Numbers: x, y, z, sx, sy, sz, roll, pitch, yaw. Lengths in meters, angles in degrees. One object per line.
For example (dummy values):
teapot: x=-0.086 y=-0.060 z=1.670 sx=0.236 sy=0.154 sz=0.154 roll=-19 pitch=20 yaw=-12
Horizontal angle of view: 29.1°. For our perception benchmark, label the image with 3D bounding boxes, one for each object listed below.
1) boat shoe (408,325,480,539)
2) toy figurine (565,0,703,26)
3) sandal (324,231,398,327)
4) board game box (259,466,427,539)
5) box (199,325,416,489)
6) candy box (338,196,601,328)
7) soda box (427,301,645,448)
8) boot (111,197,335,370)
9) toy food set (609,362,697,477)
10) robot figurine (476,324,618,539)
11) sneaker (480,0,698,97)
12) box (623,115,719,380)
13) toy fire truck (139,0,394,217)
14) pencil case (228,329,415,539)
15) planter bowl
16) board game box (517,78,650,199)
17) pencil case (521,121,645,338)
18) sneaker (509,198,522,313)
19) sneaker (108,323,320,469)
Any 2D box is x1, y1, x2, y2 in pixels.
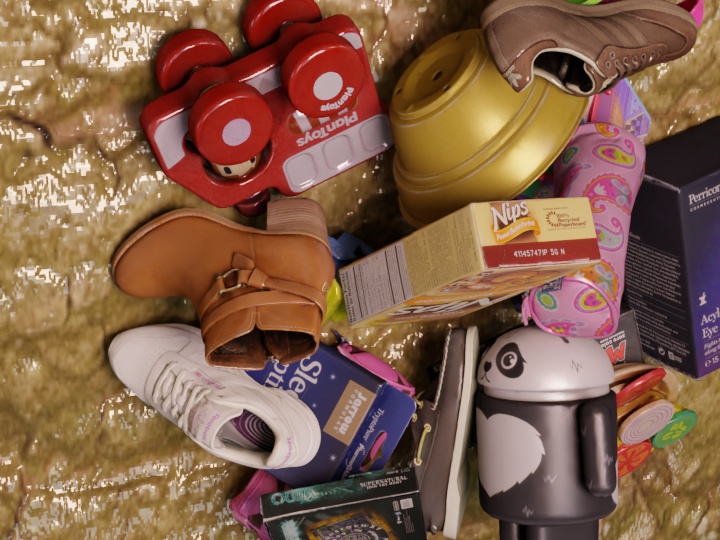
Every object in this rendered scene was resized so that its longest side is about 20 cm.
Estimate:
boat shoe: x=0.070 y=0.144 z=1.247 sx=0.060 sy=0.072 sz=0.203 roll=9 pitch=107 yaw=12
toy figurine: x=0.221 y=-0.261 z=1.195 sx=0.149 sy=0.201 sz=0.184 roll=-23 pitch=146 yaw=29
sandal: x=0.000 y=0.000 z=1.227 sx=0.199 sy=0.088 sz=0.080 roll=3 pitch=143 yaw=-39
board game box: x=-0.007 y=0.241 z=1.228 sx=0.134 sy=0.028 sz=0.201 roll=-10 pitch=144 yaw=0
box: x=-0.063 y=0.116 z=1.210 sx=0.199 sy=0.032 sz=0.122 roll=30 pitch=98 yaw=7
candy box: x=0.082 y=-0.004 z=1.103 sx=0.115 sy=0.200 sz=0.056 roll=-4 pitch=77 yaw=-32
soda box: x=0.169 y=0.092 z=1.332 sx=0.199 sy=0.063 sz=0.071 roll=-24 pitch=116 yaw=-12
boot: x=-0.116 y=0.024 z=1.123 sx=0.198 sy=0.156 sz=0.077 roll=-9 pitch=134 yaw=8
toy food set: x=0.229 y=0.160 z=1.343 sx=0.198 sy=0.049 sz=0.199 roll=-45 pitch=143 yaw=19
robot figurine: x=0.159 y=0.148 z=1.202 sx=0.149 sy=0.125 sz=0.202 roll=0 pitch=94 yaw=24
sneaker: x=0.183 y=-0.165 z=1.080 sx=0.198 sy=0.070 sz=0.076 roll=-2 pitch=68 yaw=-26
box: x=0.330 y=-0.024 z=1.315 sx=0.147 sy=0.104 sz=0.201 roll=-24 pitch=117 yaw=-22
toy fire truck: x=-0.072 y=-0.122 z=1.144 sx=0.199 sy=0.112 sz=0.169 roll=-28 pitch=135 yaw=-8
pencil case: x=-0.041 y=0.161 z=1.266 sx=0.201 sy=0.091 sz=0.094 roll=-58 pitch=148 yaw=6
planter bowl: x=0.085 y=-0.136 z=1.136 sx=0.200 sy=0.200 sz=0.083 roll=-46 pitch=119 yaw=0
board game box: x=0.186 y=-0.133 z=1.267 sx=0.158 sy=0.039 sz=0.200 roll=-40 pitch=117 yaw=-3
pencil case: x=0.192 y=-0.034 z=1.187 sx=0.087 sy=0.087 sz=0.201 roll=43 pitch=47 yaw=-28
sneaker: x=0.121 y=-0.027 z=1.265 sx=0.078 sy=0.076 sz=0.200 roll=-40 pitch=115 yaw=15
sneaker: x=-0.129 y=0.102 z=1.155 sx=0.199 sy=0.100 sz=0.075 roll=26 pitch=99 yaw=13
